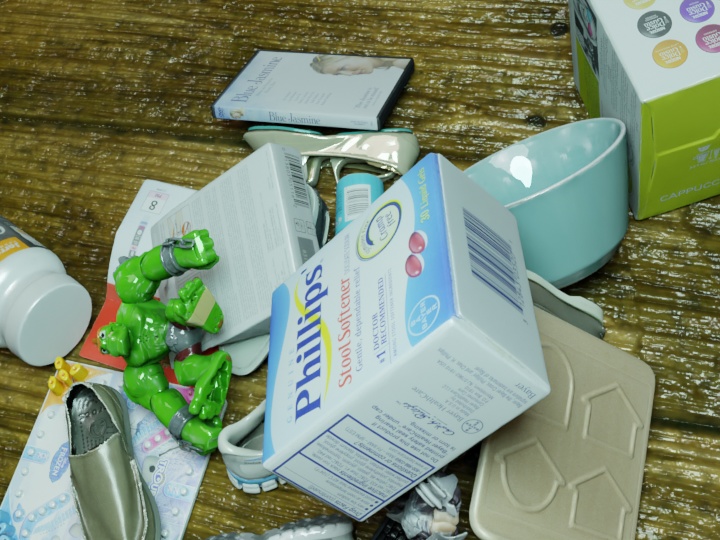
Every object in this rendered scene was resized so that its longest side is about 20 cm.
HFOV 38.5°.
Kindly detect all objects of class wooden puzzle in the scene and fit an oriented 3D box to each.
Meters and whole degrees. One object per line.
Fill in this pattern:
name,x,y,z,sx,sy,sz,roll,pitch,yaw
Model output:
wooden puzzle,0.165,0.144,0.855,0.046,0.183,0.203,-19,53,51

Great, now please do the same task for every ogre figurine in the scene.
ogre figurine,-0.181,0.065,0.966,0.118,0.203,0.098,6,33,34

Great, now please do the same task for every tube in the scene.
tube,0.000,0.000,1.037,0.077,0.050,0.203,-21,56,36

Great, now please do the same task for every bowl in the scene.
bowl,0.170,-0.051,0.962,0.198,0.106,0.201,-25,17,8

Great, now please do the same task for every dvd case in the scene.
dvd case,-0.051,-0.205,1.147,0.196,0.018,0.144,6,40,18

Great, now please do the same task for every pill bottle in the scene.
pill bottle,-0.383,0.010,1.087,0.198,0.117,0.117,30,72,27

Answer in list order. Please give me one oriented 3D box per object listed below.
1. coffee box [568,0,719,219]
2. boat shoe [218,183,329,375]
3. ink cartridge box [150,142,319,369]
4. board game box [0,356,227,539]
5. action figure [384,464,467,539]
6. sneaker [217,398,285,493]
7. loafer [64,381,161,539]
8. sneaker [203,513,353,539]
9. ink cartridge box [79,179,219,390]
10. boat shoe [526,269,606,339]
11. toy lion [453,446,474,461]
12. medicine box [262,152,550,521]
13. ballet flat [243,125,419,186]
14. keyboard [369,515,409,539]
coffee box,0.322,-0.203,0.979,0.196,0.201,0.200,-18,59,3
boat shoe,-0.081,0.012,1.041,0.075,0.060,0.203,23,87,24
ink cartridge box,-0.125,-0.008,1.019,0.199,0.047,0.163,-29,65,37
board game box,-0.250,0.194,1.002,0.196,0.026,0.203,9,65,19
action figure,0.053,0.156,0.823,0.068,0.130,0.204,15,65,-16
sneaker,-0.042,0.135,0.950,0.198,0.087,0.075,-28,56,-5
loafer,-0.240,0.188,0.945,0.074,0.070,0.202,-26,59,0
sneaker,-0.097,0.271,0.893,0.196,0.075,0.084,-13,85,10
ink cartridge box,-0.196,0.010,1.081,0.160,0.057,0.202,14,61,20
boat shoe,0.143,0.044,0.906,0.072,0.199,0.061,-22,56,47
toy lion,0.015,0.091,0.925,0.188,0.069,0.204,4,69,-10
medicine box,0.026,0.050,0.771,0.199,0.102,0.184,-39,32,28
ballet flat,-0.035,-0.120,1.107,0.196,0.070,0.071,2,62,14
keyboard,0.080,0.285,0.864,0.198,0.040,0.105,27,70,26
